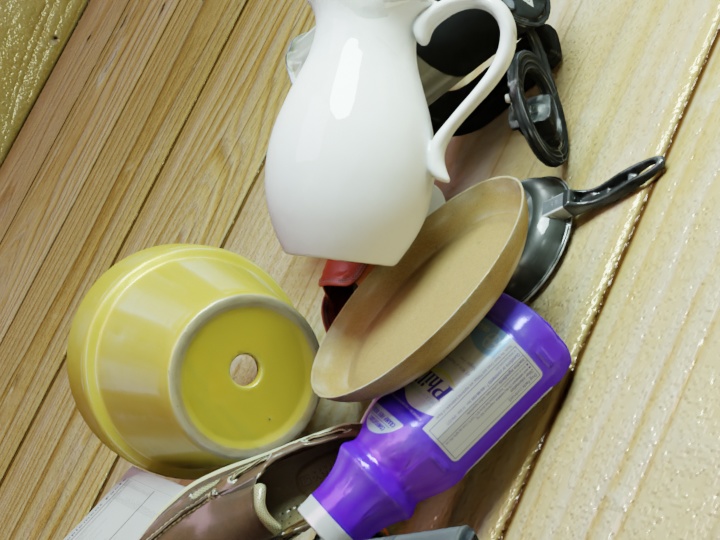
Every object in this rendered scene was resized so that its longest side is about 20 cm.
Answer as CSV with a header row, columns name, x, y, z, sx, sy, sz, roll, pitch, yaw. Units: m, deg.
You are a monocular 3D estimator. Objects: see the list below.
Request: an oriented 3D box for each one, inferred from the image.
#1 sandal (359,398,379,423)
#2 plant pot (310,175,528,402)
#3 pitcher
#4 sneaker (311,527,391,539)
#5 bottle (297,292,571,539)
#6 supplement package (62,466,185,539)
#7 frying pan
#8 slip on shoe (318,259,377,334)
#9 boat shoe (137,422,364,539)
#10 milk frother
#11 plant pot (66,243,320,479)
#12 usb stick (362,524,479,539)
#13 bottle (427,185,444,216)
name,x,y,z,sx,sy,sz,roll,pitch,yaw
sandal,0.039,0.064,1.005,0.203,0.050,0.082,-65,26,12
plant pot,0.045,0.017,0.940,0.200,0.027,0.200,-42,17,16
pitcher,0.020,-0.104,0.976,0.171,0.121,0.201,7,90,24
sneaker,0.008,0.207,0.908,0.079,0.074,0.200,-59,24,-12
bottle,0.045,0.103,0.902,0.200,0.065,0.084,-44,22,-5
supplement package,-0.152,0.241,1.088,0.114,0.110,0.200,-46,19,-19
frying pan,0.132,-0.024,0.987,0.190,0.031,0.115,-9,57,62
slip on shoe,0.000,0.000,1.071,0.074,0.061,0.201,-5,84,51
boat shoe,-0.073,0.163,0.956,0.202,0.075,0.075,-32,-6,-8
milk frother,0.060,-0.145,1.070,0.188,0.180,0.200,-36,28,36
plant pot,-0.123,0.078,1.128,0.201,0.201,0.189,-64,22,-11
usb stick,-0.019,0.191,0.846,0.200,0.033,0.056,-13,35,26
bottle,-0.001,-0.065,1.189,0.200,0.083,0.065,20,83,57
